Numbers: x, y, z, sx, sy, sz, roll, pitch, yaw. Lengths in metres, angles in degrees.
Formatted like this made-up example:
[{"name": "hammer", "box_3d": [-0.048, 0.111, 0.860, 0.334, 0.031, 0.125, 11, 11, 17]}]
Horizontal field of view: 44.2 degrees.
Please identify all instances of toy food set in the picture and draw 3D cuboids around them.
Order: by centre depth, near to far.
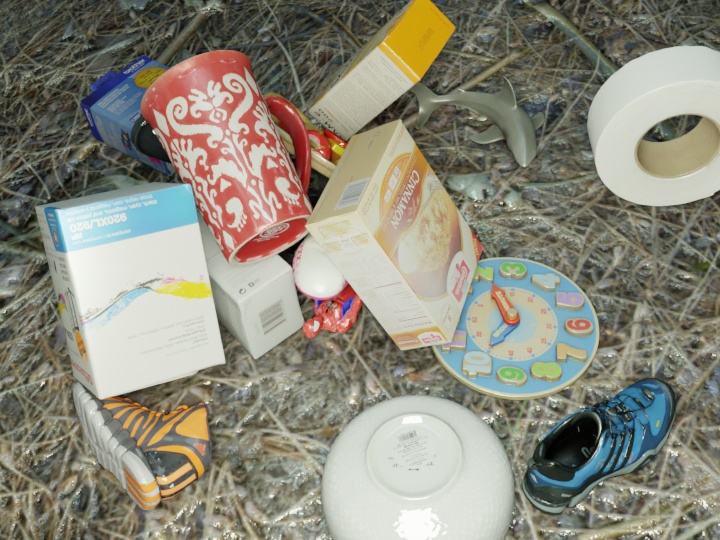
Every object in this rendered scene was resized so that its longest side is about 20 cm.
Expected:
[{"name": "toy food set", "box_3d": [-0.043, -0.159, 1.164, 0.049, 0.197, 0.200, -57, 27, 9]}]

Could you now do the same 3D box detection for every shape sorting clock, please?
[{"name": "shape sorting clock", "box_3d": [0.175, 0.060, 1.027, 0.198, 0.039, 0.201, -4, 49, 4]}]

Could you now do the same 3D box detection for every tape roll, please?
[{"name": "tape roll", "box_3d": [0.386, -0.173, 1.096, 0.201, 0.203, 0.071, -3, 48, 4]}]

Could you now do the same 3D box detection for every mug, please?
[{"name": "mug", "box_3d": [-0.119, -0.126, 0.973, 0.177, 0.134, 0.201, -23, 77, -18]}]

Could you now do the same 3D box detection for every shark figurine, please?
[{"name": "shark figurine", "box_3d": [0.178, -0.239, 1.254, 0.214, 0.090, 0.128, 30, 58, 26]}]

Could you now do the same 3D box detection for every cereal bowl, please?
[{"name": "cereal bowl", "box_3d": [0.055, 0.206, 0.889, 0.198, 0.084, 0.201, -4, 50, 5]}]

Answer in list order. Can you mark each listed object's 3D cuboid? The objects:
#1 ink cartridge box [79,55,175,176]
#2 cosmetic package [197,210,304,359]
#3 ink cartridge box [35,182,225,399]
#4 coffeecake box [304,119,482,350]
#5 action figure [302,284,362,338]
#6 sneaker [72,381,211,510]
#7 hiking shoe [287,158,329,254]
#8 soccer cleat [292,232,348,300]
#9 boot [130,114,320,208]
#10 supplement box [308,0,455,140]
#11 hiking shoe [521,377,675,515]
[{"name": "ink cartridge box", "box_3d": [-0.317, -0.238, 1.324, 0.199, 0.077, 0.137, 26, 57, 28]}, {"name": "cosmetic package", "box_3d": [-0.162, -0.002, 1.077, 0.081, 0.113, 0.200, -33, 55, -21]}, {"name": "ink cartridge box", "box_3d": [-0.252, 0.016, 0.969, 0.144, 0.202, 0.147, -15, 12, -26]}, {"name": "coffeecake box", "box_3d": [0.045, -0.036, 0.987, 0.073, 0.200, 0.154, -12, 39, 36]}, {"name": "action figure", "box_3d": [0.000, 0.000, 1.066, 0.065, 0.099, 0.200, 32, 62, 33]}, {"name": "sneaker", "box_3d": [-0.230, 0.173, 0.970, 0.112, 0.078, 0.200, -24, 44, -32]}, {"name": "hiking shoe", "box_3d": [-0.071, -0.073, 1.149, 0.200, 0.076, 0.101, 34, 58, 30]}, {"name": "soccer cleat", "box_3d": [-0.030, -0.049, 1.007, 0.069, 0.087, 0.200, 13, 35, 5]}, {"name": "boot", "box_3d": [-0.159, -0.123, 1.076, 0.199, 0.077, 0.168, 3, 36, -42]}, {"name": "supplement box", "box_3d": [0.027, -0.279, 1.236, 0.073, 0.200, 0.126, 41, 54, -14]}, {"name": "hiking shoe", "box_3d": [0.250, 0.167, 0.894, 0.199, 0.087, 0.074, -34, 54, -21]}]
